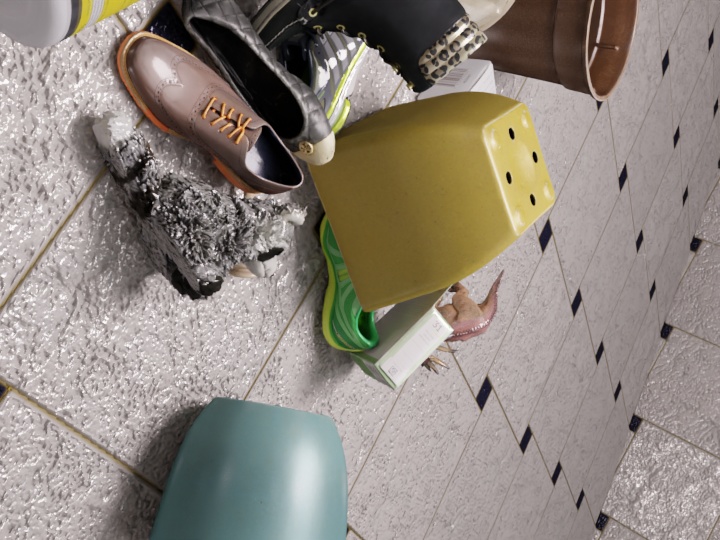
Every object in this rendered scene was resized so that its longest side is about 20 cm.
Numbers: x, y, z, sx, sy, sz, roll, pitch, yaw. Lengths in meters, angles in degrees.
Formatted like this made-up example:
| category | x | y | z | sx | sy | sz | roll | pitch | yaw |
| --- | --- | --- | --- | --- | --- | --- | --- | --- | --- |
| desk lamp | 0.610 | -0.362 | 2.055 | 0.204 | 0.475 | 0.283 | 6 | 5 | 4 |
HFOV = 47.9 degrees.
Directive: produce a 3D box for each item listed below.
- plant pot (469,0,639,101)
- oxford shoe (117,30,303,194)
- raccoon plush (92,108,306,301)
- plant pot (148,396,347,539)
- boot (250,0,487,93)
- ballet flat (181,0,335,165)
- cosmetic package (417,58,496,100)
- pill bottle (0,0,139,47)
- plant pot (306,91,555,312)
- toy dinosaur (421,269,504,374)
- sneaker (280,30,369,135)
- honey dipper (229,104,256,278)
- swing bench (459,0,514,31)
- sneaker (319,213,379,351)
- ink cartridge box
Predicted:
| category | x | y | z | sx | sy | sz | roll | pitch | yaw |
| --- | --- | --- | --- | --- | --- | --- | --- | --- | --- |
| plant pot | 0.256 | -0.350 | 1.118 | 0.200 | 0.196 | 0.203 | -31 | 129 | -48 |
| oxford shoe | -0.123 | -0.137 | 0.712 | 0.199 | 0.072 | 0.072 | 38 | 74 | -42 |
| raccoon plush | -0.126 | -0.069 | 0.710 | 0.134 | 0.096 | 0.202 | -39 | 135 | -28 |
| plant pot | -0.101 | 0.217 | 0.814 | 0.200 | 0.198 | 0.164 | 30 | 66 | -57 |
| boot | 0.001 | -0.217 | 0.746 | 0.154 | 0.202 | 0.074 | 50 | 22 | -15 |
| ballet flat | -0.094 | -0.166 | 0.737 | 0.200 | 0.066 | 0.057 | 48 | 37 | -30 |
| cosmetic package | 0.147 | -0.182 | 1.137 | 0.102 | 0.073 | 0.202 | -52 | 140 | -31 |
| pill bottle | -0.175 | -0.245 | 0.565 | 0.200 | 0.111 | 0.113 | -46 | 138 | -38 |
| plant pot | 0.094 | -0.092 | 0.893 | 0.195 | 0.198 | 0.197 | -35 | 108 | -48 |
| toy dinosaur | 0.133 | 0.077 | 1.156 | 0.136 | 0.198 | 0.087 | -98 | 163 | -74 |
| sneaker | -0.035 | -0.236 | 0.831 | 0.081 | 0.073 | 0.203 | 18 | 86 | -54 |
| honey dipper | -0.108 | -0.095 | 0.806 | 0.038 | 0.038 | 0.204 | -11 | 111 | -55 |
| swing bench | 0.095 | -0.373 | 0.920 | 0.198 | 0.128 | 0.203 | -12 | 112 | -57 |
| sneaker | 0.000 | 0.000 | 0.969 | 0.074 | 0.083 | 0.203 | -24 | 118 | -52 |
| ink cartridge box | 0.079 | 0.054 | 1.019 | 0.200 | 0.145 | 0.048 | -43 | 100 | -10 |
